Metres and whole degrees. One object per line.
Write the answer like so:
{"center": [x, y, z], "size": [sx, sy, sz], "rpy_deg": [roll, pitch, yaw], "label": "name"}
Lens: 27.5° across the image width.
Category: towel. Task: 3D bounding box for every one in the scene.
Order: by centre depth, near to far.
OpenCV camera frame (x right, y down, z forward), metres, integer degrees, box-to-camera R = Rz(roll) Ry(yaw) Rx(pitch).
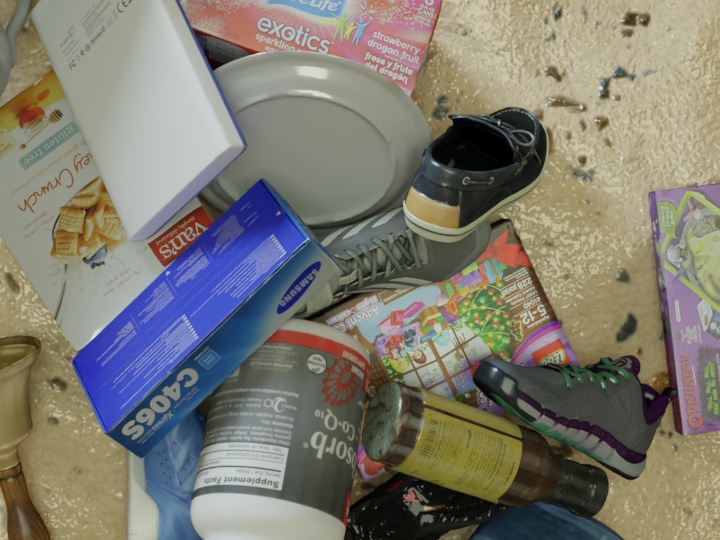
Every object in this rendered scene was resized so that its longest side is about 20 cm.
{"center": [0.116, 0.247, 1.122], "size": [0.111, 0.200, 0.049], "rpy_deg": [26, 133, 22], "label": "towel"}

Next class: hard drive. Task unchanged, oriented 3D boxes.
{"center": [-0.167, -0.142, 1.082], "size": [0.132, 0.025, 0.201], "rpy_deg": [-37, 72, 38], "label": "hard drive"}

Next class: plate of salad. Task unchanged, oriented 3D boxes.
{"center": [-0.043, -0.099, 1.122], "size": [0.198, 0.201, 0.048], "rpy_deg": [6, 50, -4], "label": "plate of salad"}

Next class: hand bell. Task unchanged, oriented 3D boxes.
{"center": [-0.275, 0.164, 1.155], "size": [0.103, 0.104, 0.202], "rpy_deg": [-13, 104, -3], "label": "hand bell"}

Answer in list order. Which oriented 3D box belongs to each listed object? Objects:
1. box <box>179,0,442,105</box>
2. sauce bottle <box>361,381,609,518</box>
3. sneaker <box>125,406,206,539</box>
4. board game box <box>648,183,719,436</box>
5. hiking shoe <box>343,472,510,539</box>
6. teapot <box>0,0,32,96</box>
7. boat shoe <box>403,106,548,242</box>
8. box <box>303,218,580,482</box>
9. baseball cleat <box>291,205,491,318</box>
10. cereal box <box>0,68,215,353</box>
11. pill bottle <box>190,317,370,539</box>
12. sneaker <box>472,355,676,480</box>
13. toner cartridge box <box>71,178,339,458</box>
{"center": [-0.047, -0.190, 1.133], "size": [0.199, 0.100, 0.096], "rpy_deg": [20, 82, -4], "label": "box"}
{"center": [0.098, 0.141, 1.106], "size": [0.199, 0.065, 0.065], "rpy_deg": [23, 91, -22], "label": "sauce bottle"}
{"center": [-0.129, 0.129, 1.160], "size": [0.110, 0.077, 0.202], "rpy_deg": [0, 84, -11], "label": "sneaker"}
{"center": [0.307, 0.028, 1.206], "size": [0.119, 0.032, 0.202], "rpy_deg": [-7, 92, -7], "label": "board game box"}
{"center": [0.045, 0.184, 1.168], "size": [0.199, 0.101, 0.076], "rpy_deg": [-24, 86, -24], "label": "hiking shoe"}
{"center": [-0.359, -0.175, 1.077], "size": [0.197, 0.200, 0.147], "rpy_deg": [-32, 77, 12], "label": "teapot"}
{"center": [0.095, -0.087, 1.113], "size": [0.074, 0.200, 0.063], "rpy_deg": [23, 124, 19], "label": "boat shoe"}
{"center": [0.060, 0.063, 1.185], "size": [0.199, 0.039, 0.138], "rpy_deg": [-27, 94, -2], "label": "box"}
{"center": [0.000, 0.000, 1.118], "size": [0.198, 0.107, 0.070], "rpy_deg": [-13, 109, 19], "label": "baseball cleat"}
{"center": [-0.210, -0.054, 1.137], "size": [0.143, 0.040, 0.200], "rpy_deg": [-36, 76, -2], "label": "cereal box"}
{"center": [-0.061, 0.145, 1.075], "size": [0.115, 0.116, 0.202], "rpy_deg": [10, 68, -4], "label": "pill bottle"}
{"center": [0.168, 0.090, 1.147], "size": [0.199, 0.074, 0.088], "rpy_deg": [31, 90, -41], "label": "sneaker"}
{"center": [-0.115, 0.033, 1.068], "size": [0.200, 0.095, 0.043], "rpy_deg": [-43, 132, 4], "label": "toner cartridge box"}
